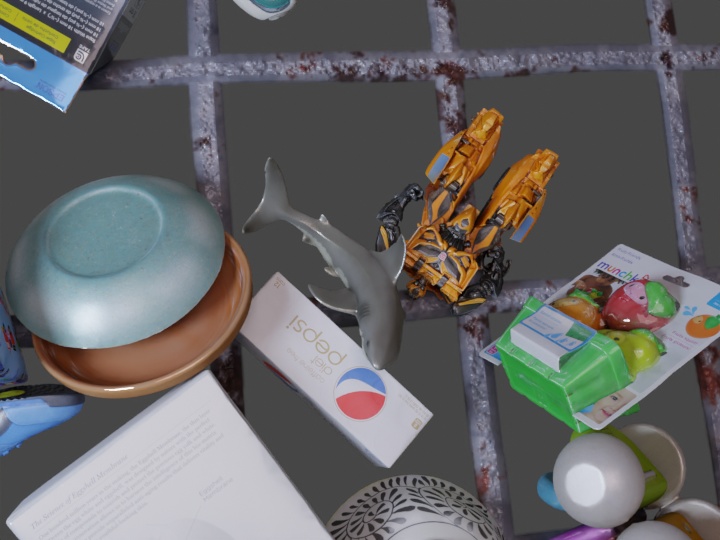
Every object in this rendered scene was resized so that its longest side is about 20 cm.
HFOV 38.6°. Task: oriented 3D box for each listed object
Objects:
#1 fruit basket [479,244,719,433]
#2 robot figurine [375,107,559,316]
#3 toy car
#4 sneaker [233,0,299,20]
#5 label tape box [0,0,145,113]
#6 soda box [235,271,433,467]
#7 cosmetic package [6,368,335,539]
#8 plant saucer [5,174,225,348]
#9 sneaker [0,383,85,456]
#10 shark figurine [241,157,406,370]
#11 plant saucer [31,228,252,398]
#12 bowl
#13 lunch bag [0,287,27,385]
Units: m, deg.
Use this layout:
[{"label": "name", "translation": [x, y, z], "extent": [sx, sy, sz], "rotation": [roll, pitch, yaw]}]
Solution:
[{"label": "fruit basket", "translation": [0.234, 0.051, 0.973], "extent": [0.200, 0.185, 0.094], "rotation": [-39, 123, -11]}, {"label": "robot figurine", "translation": [0.105, -0.056, 1.020], "extent": [0.145, 0.058, 0.200], "rotation": [35, 75, -2]}, {"label": "toy car", "translation": [0.242, 0.242, 0.955], "extent": [0.150, 0.175, 0.200], "rotation": [-43, 66, 27]}, {"label": "sneaker", "translation": [-0.137, -0.333, 1.013], "extent": [0.200, 0.080, 0.078], "rotation": [36, 76, -2]}, {"label": "label tape box", "translation": [-0.287, -0.269, 0.975], "extent": [0.144, 0.063, 0.200], "rotation": [30, 92, -5]}, {"label": "soda box", "translation": [-0.030, 0.095, 0.967], "extent": [0.200, 0.064, 0.068], "rotation": [43, 76, -2]}, {"label": "cosmetic package", "translation": [-0.156, 0.221, 0.883], "extent": [0.199, 0.123, 0.200], "rotation": [-36, 95, -13]}, {"label": "plant saucer", "translation": [-0.222, -0.023, 0.913], "extent": [0.201, 0.039, 0.201], "rotation": [-4, 51, 4]}, {"label": "sneaker", "translation": [-0.339, 0.150, 0.904], "extent": [0.200, 0.066, 0.079], "rotation": [-12, 94, -12]}, {"label": "shark figurine", "translation": [-0.004, -0.016, 0.965], "extent": [0.215, 0.090, 0.128], "rotation": [51, 31, 14]}, {"label": "plant saucer", "translation": [-0.191, 0.035, 0.916], "extent": [0.200, 0.037, 0.200], "rotation": [-6, 48, 7]}, {"label": "bowl", "translation": [0.058, 0.288, 0.935], "extent": [0.200, 0.094, 0.201], "rotation": [2, 79, -10]}, {"label": "lunch bag", "translation": [-0.350, 0.000, 0.878], "extent": [0.094, 0.151, 0.200], "rotation": [-7, 82, -12]}]
